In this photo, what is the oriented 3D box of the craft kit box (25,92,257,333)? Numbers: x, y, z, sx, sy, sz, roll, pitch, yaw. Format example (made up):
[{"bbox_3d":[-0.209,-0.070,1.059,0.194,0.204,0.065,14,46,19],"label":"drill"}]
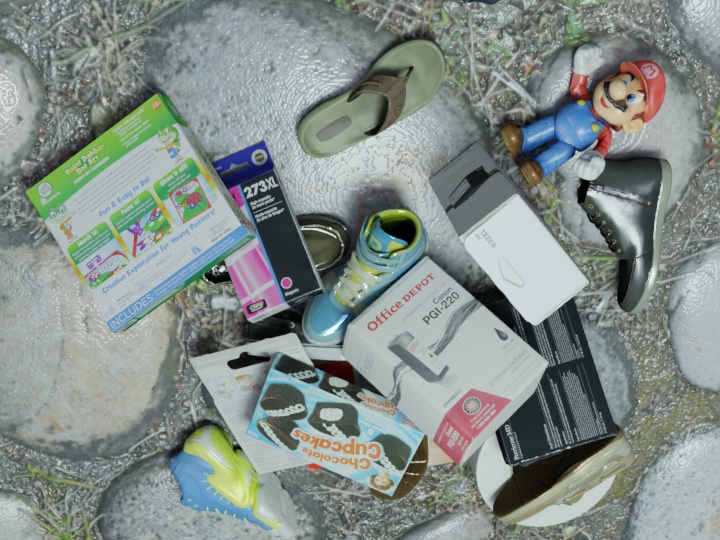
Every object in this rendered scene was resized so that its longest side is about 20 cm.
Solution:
[{"bbox_3d":[-0.253,-0.065,1.219,0.200,0.049,0.198,-34,86,8],"label":"craft kit box"}]

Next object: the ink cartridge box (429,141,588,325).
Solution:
[{"bbox_3d":[0.169,-0.048,1.241,0.084,0.200,0.145,-39,112,10],"label":"ink cartridge box"}]

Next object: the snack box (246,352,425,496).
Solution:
[{"bbox_3d":[-0.030,0.189,1.294,0.199,0.037,0.117,23,125,0],"label":"snack box"}]

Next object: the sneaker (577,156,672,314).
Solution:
[{"bbox_3d":[0.320,-0.046,1.338,0.106,0.075,0.201,4,103,-4],"label":"sneaker"}]

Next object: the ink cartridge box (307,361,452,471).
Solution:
[{"bbox_3d":[0.020,0.189,1.391,0.199,0.050,0.163,-11,113,-6],"label":"ink cartridge box"}]

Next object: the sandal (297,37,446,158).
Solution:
[{"bbox_3d":[0.017,-0.191,1.239,0.201,0.057,0.080,-36,113,8],"label":"sandal"}]

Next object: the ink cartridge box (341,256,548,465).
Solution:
[{"bbox_3d":[0.097,0.103,1.253,0.146,0.200,0.085,-40,160,-26],"label":"ink cartridge box"}]

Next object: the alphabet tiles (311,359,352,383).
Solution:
[{"bbox_3d":[0.011,0.127,1.398,0.200,0.015,0.196,37,104,-20],"label":"alphabet tiles"}]

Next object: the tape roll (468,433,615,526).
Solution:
[{"bbox_3d":[0.248,0.247,1.448,0.201,0.071,0.204,-2,113,-6],"label":"tape roll"}]

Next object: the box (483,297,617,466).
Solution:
[{"bbox_3d":[0.221,0.130,1.343,0.140,0.079,0.201,-16,82,-2],"label":"box"}]

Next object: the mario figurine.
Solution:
[{"bbox_3d":[0.265,-0.186,1.248,0.199,0.106,0.124,-31,111,8],"label":"mario figurine"}]

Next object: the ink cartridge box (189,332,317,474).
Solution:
[{"bbox_3d":[-0.101,0.161,1.347,0.160,0.050,0.201,-15,116,23],"label":"ink cartridge box"}]

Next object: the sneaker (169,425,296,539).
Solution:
[{"bbox_3d":[-0.176,0.297,1.424,0.105,0.076,0.200,-32,107,20],"label":"sneaker"}]

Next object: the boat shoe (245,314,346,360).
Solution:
[{"bbox_3d":[-0.045,0.080,1.327,0.199,0.069,0.057,2,94,-3],"label":"boat shoe"}]

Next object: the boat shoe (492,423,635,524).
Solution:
[{"bbox_3d":[0.267,0.278,1.389,0.200,0.072,0.065,-35,112,2],"label":"boat shoe"}]

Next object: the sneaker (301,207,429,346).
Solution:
[{"bbox_3d":[0.000,0.000,1.256,0.079,0.131,0.200,41,81,13],"label":"sneaker"}]

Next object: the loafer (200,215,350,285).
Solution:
[{"bbox_3d":[-0.108,-0.013,1.293,0.199,0.070,0.076,-13,114,-1],"label":"loafer"}]

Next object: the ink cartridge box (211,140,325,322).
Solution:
[{"bbox_3d":[-0.121,-0.049,1.239,0.094,0.037,0.201,-23,77,2],"label":"ink cartridge box"}]

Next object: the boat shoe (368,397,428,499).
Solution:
[{"bbox_3d":[0.054,0.205,1.353,0.073,0.063,0.201,10,119,-10],"label":"boat shoe"}]

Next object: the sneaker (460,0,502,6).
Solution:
[{"bbox_3d":[0.153,-0.386,1.155,0.146,0.077,0.202,39,113,-9],"label":"sneaker"}]
